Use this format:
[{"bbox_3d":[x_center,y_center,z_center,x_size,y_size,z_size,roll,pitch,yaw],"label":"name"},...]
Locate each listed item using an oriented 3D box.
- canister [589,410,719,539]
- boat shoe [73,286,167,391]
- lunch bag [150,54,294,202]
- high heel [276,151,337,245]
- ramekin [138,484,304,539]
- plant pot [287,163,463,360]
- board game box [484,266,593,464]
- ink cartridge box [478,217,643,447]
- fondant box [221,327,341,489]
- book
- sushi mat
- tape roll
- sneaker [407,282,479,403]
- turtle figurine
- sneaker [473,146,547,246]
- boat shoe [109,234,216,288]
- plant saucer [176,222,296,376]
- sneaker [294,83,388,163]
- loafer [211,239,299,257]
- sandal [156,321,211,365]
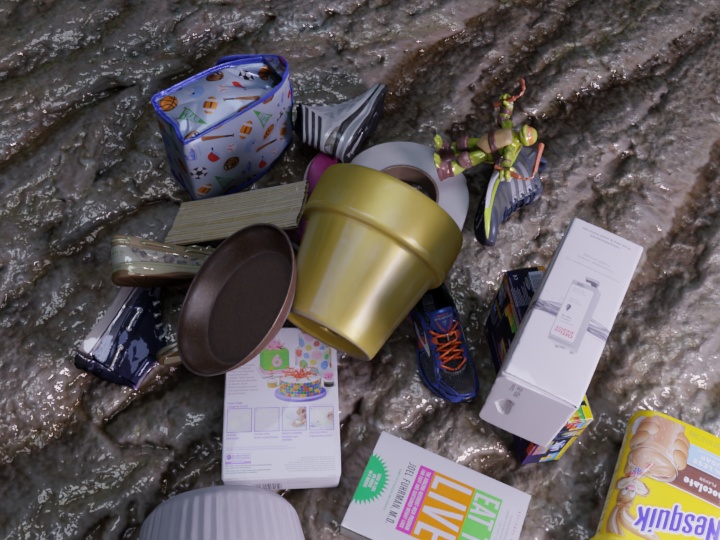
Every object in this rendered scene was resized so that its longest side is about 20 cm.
[{"bbox_3d":[0.369,0.287,0.950,0.148,0.087,0.200,23,60,10],"label":"canister"},{"bbox_3d":[-0.288,0.067,1.060,0.093,0.075,0.200,30,64,-2],"label":"boat shoe"},{"bbox_3d":[-0.188,-0.214,1.160,0.200,0.170,0.124,-32,67,-17],"label":"lunch bag"},{"bbox_3d":[-0.049,-0.101,1.153,0.096,0.068,0.200,23,50,6],"label":"high heel"},{"bbox_3d":[-0.150,0.311,0.854,0.201,0.203,0.095,-5,50,-6],"label":"ramekin"},{"bbox_3d":[0.000,0.000,0.985,0.200,0.201,0.189,25,76,11],"label":"plant pot"},{"bbox_3d":[0.215,0.121,0.988,0.056,0.166,0.201,-7,61,-7],"label":"board game box"},{"bbox_3d":[0.211,0.069,0.839,0.083,0.147,0.200,25,65,12],"label":"ink cartridge box"},{"bbox_3d":[-0.101,0.173,1.006,0.144,0.058,0.201,-1,61,-4],"label":"fondant box"},{"bbox_3d":[0.092,0.296,0.958,0.199,0.048,0.134,21,58,11],"label":"book"},{"bbox_3d":[-0.171,-0.079,1.098,0.199,0.012,0.096,-8,41,14],"label":"sushi mat"},{"bbox_3d":[0.064,-0.105,1.185,0.202,0.037,0.204,1,60,-1],"label":"tape roll"},{"bbox_3d":[0.105,0.084,1.055,0.075,0.079,0.201,-16,62,-11],"label":"sneaker"},{"bbox_3d":[0.190,-0.189,1.153,0.161,0.064,0.201,-11,54,21],"label":"turtle figurine"},{"bbox_3d":[0.228,-0.117,1.181,0.081,0.074,0.201,22,63,6],"label":"sneaker"},{"bbox_3d":[-0.236,-0.014,1.050,0.200,0.073,0.063,3,71,-47],"label":"boat shoe"},{"bbox_3d":[-0.143,0.039,0.951,0.200,0.037,0.201,-25,47,31],"label":"plant saucer"},{"bbox_3d":[-0.034,-0.249,1.215,0.115,0.076,0.201,23,42,7],"label":"sneaker"},{"bbox_3d":[-0.142,-0.038,1.117,0.199,0.070,0.070,28,64,13],"label":"loafer"},{"bbox_3d":[-0.192,0.061,1.053,0.200,0.080,0.054,-37,78,-27],"label":"sandal"}]
